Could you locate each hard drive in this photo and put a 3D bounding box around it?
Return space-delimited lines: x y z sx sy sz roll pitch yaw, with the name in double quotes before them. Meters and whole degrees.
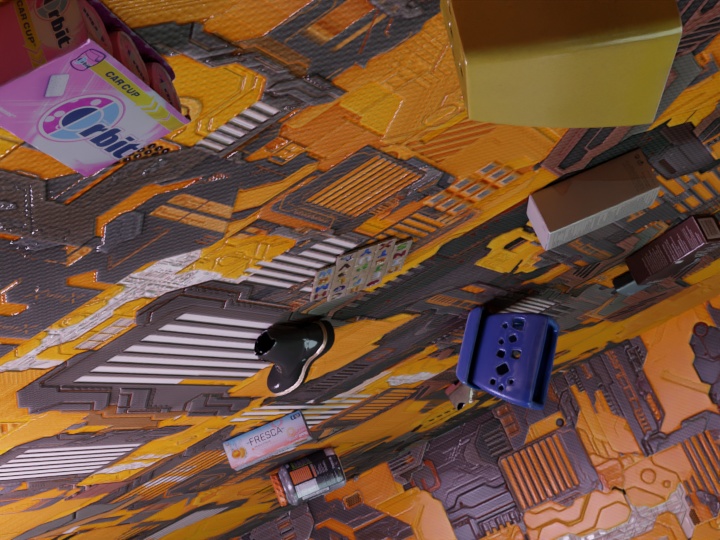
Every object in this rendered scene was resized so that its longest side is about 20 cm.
"hard drive" 0.716 -0.001 2.622 0.200 0.033 0.140 -30 162 20

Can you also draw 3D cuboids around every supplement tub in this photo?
"supplement tub" -0.152 0.599 3.123 0.200 0.123 0.123 -20 162 -10

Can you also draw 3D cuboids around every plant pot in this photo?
"plant pot" 0.317 0.184 2.345 0.180 0.200 0.200 11 173 19
"plant pot" 0.167 -0.241 0.994 0.176 0.200 0.200 -13 163 4

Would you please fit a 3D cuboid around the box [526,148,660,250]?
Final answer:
"box" 0.382 -0.116 1.789 0.200 0.078 0.095 -22 162 -3

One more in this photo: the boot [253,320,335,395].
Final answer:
"boot" -0.153 0.157 1.936 0.138 0.077 0.200 -2 139 -41

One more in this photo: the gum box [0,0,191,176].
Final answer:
"gum box" -0.235 -0.155 0.911 0.113 0.066 0.200 -25 163 9

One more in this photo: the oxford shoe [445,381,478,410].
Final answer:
"oxford shoe" 0.309 0.322 2.978 0.070 0.075 0.200 -12 159 -30

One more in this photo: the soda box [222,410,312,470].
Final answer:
"soda box" -0.218 0.401 2.551 0.200 0.068 0.064 -22 163 -2

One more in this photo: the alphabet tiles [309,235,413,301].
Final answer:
"alphabet tiles" 0.000 0.000 1.761 0.166 0.006 0.200 -19 162 -14

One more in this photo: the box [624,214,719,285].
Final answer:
"box" 0.701 -0.044 2.414 0.100 0.075 0.200 -7 158 -44
